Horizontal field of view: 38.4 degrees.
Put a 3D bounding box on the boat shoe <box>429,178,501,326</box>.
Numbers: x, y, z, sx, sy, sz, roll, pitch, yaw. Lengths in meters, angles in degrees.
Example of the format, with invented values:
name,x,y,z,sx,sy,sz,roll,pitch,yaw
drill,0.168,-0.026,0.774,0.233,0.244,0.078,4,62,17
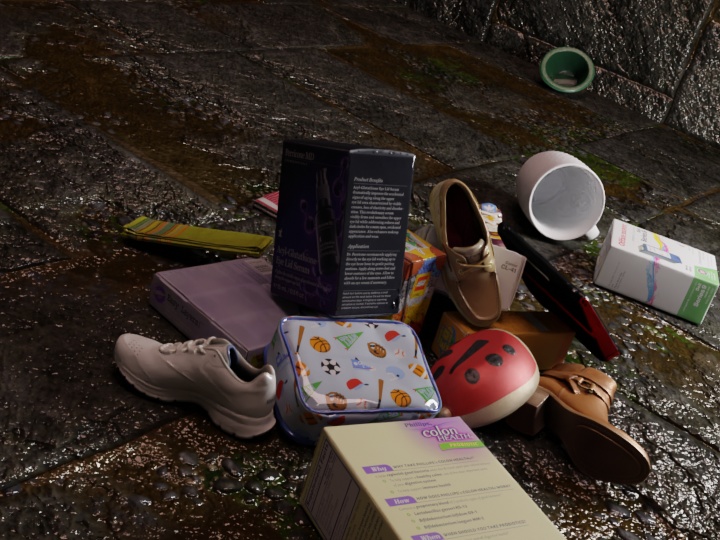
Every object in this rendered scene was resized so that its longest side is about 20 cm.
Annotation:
name,x,y,z,sx,sy,sz,roll,pitch,yaw
boat shoe,0.138,-0.024,1.355,0.073,0.202,0.066,-19,-3,-6

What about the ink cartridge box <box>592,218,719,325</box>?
name,x,y,z,sx,sy,sz,roll,pitch,yaw
ink cartridge box,0.524,0.000,1.838,0.198,0.088,0.145,20,25,9

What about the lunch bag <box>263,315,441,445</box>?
name,x,y,z,sx,sy,sz,roll,pitch,yaw
lunch bag,-0.008,0.123,1.194,0.198,0.076,0.161,6,43,-28

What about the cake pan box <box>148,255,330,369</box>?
name,x,y,z,sx,sy,sz,roll,pitch,yaw
cake pan box,-0.142,0.053,1.312,0.199,0.053,0.183,35,27,31

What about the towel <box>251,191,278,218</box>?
name,x,y,z,sx,sy,sz,roll,pitch,yaw
towel,-0.070,-0.107,1.725,0.143,0.023,0.200,28,26,21

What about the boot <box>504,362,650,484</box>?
name,x,y,z,sx,sy,sz,roll,pitch,yaw
boot,0.296,0.181,1.309,0.199,0.074,0.154,28,30,26

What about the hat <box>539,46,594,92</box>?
name,x,y,z,sx,sy,sz,roll,pitch,yaw
hat,0.622,-0.571,3.170,0.165,0.177,0.201,26,63,13

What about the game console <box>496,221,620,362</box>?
name,x,y,z,sx,sy,sz,roll,pitch,yaw
game console,0.278,0.030,1.450,0.200,0.031,0.177,48,-5,45

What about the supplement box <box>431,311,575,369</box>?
name,x,y,z,sx,sy,sz,roll,pitch,yaw
supplement box,0.199,0.097,1.435,0.198,0.067,0.069,1,29,-34

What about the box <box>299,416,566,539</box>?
name,x,y,z,sx,sy,sz,roll,pitch,yaw
box,0.066,0.244,1.002,0.174,0.097,0.200,1,31,-33

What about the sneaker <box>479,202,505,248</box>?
name,x,y,z,sx,sy,sz,roll,pitch,yaw
sneaker,0.202,-0.065,1.678,0.074,0.091,0.200,13,3,-16

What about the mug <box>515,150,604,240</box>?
name,x,y,z,sx,sy,sz,roll,pitch,yaw
mug,0.388,-0.137,1.986,0.200,0.148,0.176,44,10,-18

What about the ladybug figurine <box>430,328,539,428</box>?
name,x,y,z,sx,sy,sz,roll,pitch,yaw
ladybug figurine,0.146,0.129,1.281,0.135,0.073,0.200,1,21,30

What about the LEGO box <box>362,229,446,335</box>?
name,x,y,z,sx,sy,sz,roll,pitch,yaw
LEGO box,0.000,0.000,1.398,0.199,0.150,0.077,35,30,32

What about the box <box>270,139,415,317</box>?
name,x,y,z,sx,sy,sz,roll,pitch,yaw
box,-0.024,-0.055,1.271,0.104,0.202,0.147,-1,10,-37

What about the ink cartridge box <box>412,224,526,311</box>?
name,x,y,z,sx,sy,sz,roll,pitch,yaw
ink cartridge box,0.141,-0.002,1.491,0.146,0.086,0.200,18,0,-2

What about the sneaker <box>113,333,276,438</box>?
name,x,y,z,sx,sy,sz,roll,pitch,yaw
sneaker,-0.176,0.106,1.133,0.198,0.088,0.075,20,26,8

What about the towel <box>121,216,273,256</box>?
name,x,y,z,sx,sy,sz,roll,pitch,yaw
towel,-0.227,-0.050,1.450,0.198,0.018,0.086,8,19,7
